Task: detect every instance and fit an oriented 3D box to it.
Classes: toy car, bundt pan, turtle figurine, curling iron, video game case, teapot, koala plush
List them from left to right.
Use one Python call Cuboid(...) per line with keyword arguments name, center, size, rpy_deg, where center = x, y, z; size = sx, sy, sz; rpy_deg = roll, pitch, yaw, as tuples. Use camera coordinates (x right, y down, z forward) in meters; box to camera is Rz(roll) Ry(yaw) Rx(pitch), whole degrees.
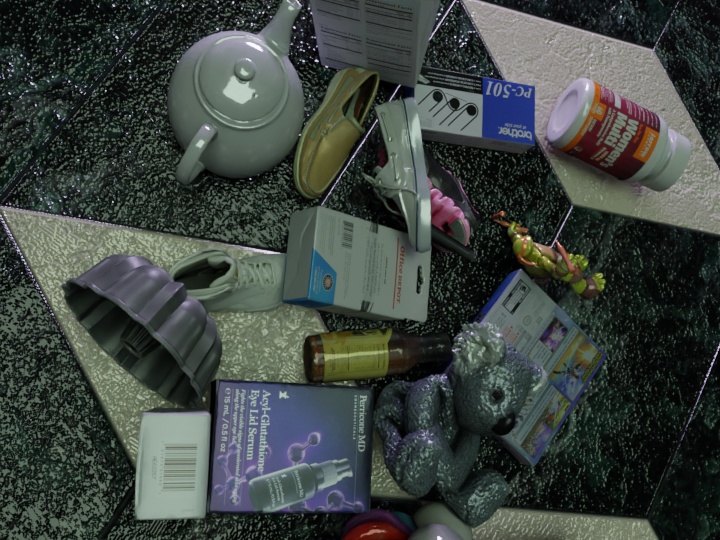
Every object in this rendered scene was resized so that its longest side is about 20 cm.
Cuboid(name="bundt pan", center=(-0.237, 0.061, 0.775), size=(0.201, 0.202, 0.076), rpy_deg=(41, 58, -5))
Cuboid(name="teapot", center=(-0.157, -0.221, 0.868), size=(0.193, 0.146, 0.205), rpy_deg=(-12, 84, -17))
Cuboid(name="toy car", center=(0.039, 0.354, 0.807), size=(0.148, 0.200, 0.177), rpy_deg=(32, 93, 9))
Cuboid(name="curling iron", center=(0.071, -0.062, 0.933), size=(0.197, 0.026, 0.050), rpy_deg=(32, 32, 10))
Cuboid(name="koala plush", center=(0.129, 0.162, 0.835), size=(0.176, 0.185, 0.201), rpy_deg=(34, 104, -33))
Cuboid(name="video game case", center=(0.228, 0.135, 0.968), size=(0.181, 0.045, 0.201), rpy_deg=(43, 72, -3))
Cuboid(name="turtle figurine", center=(0.270, -0.009, 0.958), size=(0.159, 0.200, 0.065), rpy_deg=(23, 101, -28))

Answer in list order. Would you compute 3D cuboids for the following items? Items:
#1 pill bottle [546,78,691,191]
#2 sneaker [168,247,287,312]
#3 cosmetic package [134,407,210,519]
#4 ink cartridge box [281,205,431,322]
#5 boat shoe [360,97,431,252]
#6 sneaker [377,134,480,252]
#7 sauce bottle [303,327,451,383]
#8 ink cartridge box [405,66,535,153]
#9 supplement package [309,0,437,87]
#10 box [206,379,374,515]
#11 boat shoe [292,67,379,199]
Cuboid(name="pill bottle", center=(0.395, -0.202, 1.042), size=(0.196, 0.109, 0.112), rpy_deg=(23, 75, -11))
Cuboid(name="sneaker", center=(-0.146, 0.012, 0.846), size=(0.195, 0.115, 0.076), rpy_deg=(-11, 81, -19))
Cuboid(name="cosmetic package", center=(-0.204, 0.204, 0.750), size=(0.072, 0.200, 0.104), rpy_deg=(4, 78, -15))
Cuboid(name="ink cartridge box", center=(0.000, 0.000, 0.895), size=(0.197, 0.067, 0.119), rpy_deg=(15, 76, -37))
Cuboid(name="boat shoe", center=(0.043, -0.121, 0.885), size=(0.084, 0.075, 0.208), rpy_deg=(-7, 84, 1))
Cuboid(name="sneaker", center=(0.102, -0.124, 0.974), size=(0.095, 0.079, 0.202), rpy_deg=(-30, 86, -45))
Cuboid(name="sauce bottle", center=(0.024, 0.110, 0.906), size=(0.195, 0.066, 0.068), rpy_deg=(-2, 81, -19))
Cuboid(name="ink cartridge box", center=(0.164, -0.238, 1.016), size=(0.195, 0.044, 0.097), rpy_deg=(5, 81, -15))
Cuboid(name="supplement package", center=(0.025, -0.376, 0.900), size=(0.147, 0.200, 0.155), rpy_deg=(15, 75, 7))
Cuboid(name="box", center=(-0.088, 0.213, 0.833), size=(0.195, 0.104, 0.152), rpy_deg=(4, 79, -15))
Cuboid(name="boat shoe", center=(-0.029, -0.191, 0.925), size=(0.071, 0.075, 0.204), rpy_deg=(33, 70, -44))
